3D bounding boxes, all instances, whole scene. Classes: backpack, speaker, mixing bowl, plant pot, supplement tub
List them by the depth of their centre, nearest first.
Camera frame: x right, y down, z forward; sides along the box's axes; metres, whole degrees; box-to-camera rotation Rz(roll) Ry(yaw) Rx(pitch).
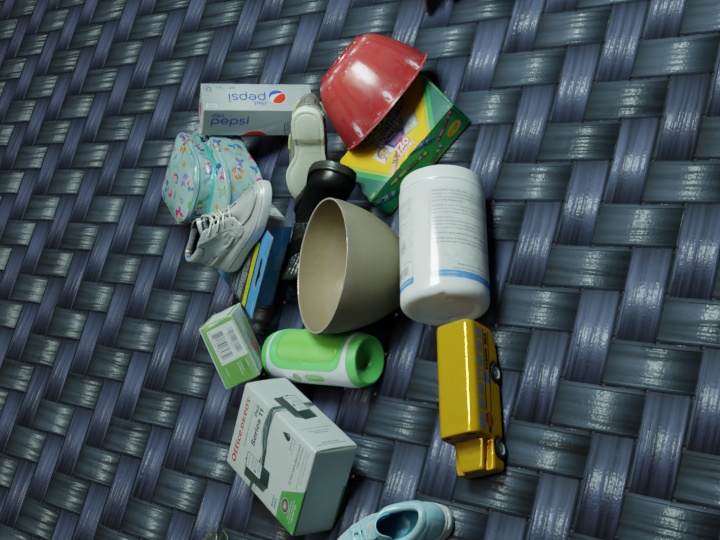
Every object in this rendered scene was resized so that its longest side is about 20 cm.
[{"bbox_3d":[0.120,-0.035,1.551,0.131,0.131,0.203,-17,59,34],"label":"supplement tub"},{"bbox_3d":[0.000,0.000,1.618,0.200,0.133,0.204,-173,90,-66],"label":"plant pot"},{"bbox_3d":[-0.060,0.135,1.659,0.198,0.088,0.090,-1,69,41],"label":"speaker"},{"bbox_3d":[0.005,-0.306,1.730,0.201,0.108,0.200,-48,11,13],"label":"mixing bowl"},{"bbox_3d":[-0.260,-0.150,1.922,0.200,0.149,0.179,51,131,35],"label":"backpack"}]

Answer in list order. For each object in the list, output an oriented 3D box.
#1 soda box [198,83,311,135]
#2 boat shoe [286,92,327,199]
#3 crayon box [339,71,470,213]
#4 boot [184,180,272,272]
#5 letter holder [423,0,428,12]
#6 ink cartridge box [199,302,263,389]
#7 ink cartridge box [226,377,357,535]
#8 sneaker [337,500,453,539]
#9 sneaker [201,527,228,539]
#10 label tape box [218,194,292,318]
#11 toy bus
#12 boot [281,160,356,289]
[{"bbox_3d":[-0.185,-0.283,1.895,0.069,0.197,0.064,109,155,-53],"label":"soda box"},{"bbox_3d":[-0.087,-0.203,1.804,0.071,0.203,0.061,4,46,-1],"label":"boat shoe"},{"bbox_3d":[0.070,-0.207,1.728,0.200,0.058,0.119,-49,46,12],"label":"crayon box"},{"bbox_3d":[-0.216,-0.071,1.718,0.201,0.094,0.074,-58,37,39],"label":"boot"},{"bbox_3d":[0.146,-0.555,1.814,0.099,0.143,0.203,-4,63,3],"label":"letter holder"},{"bbox_3d":[-0.202,0.116,1.730,0.059,0.200,0.105,-24,95,1],"label":"ink cartridge box"},{"bbox_3d":[-0.107,0.274,1.603,0.199,0.082,0.149,35,117,45],"label":"ink cartridge box"},{"bbox_3d":[0.027,0.358,1.477,0.199,0.082,0.075,-30,52,27],"label":"sneaker"},{"bbox_3d":[-0.281,0.504,1.695,0.199,0.060,0.105,-39,50,14],"label":"sneaker"},{"bbox_3d":[-0.167,-0.023,1.785,0.200,0.062,0.146,46,124,56],"label":"label tape box"},{"bbox_3d":[0.149,0.176,1.461,0.064,0.078,0.203,-19,58,33],"label":"toy bus"},{"bbox_3d":[-0.066,-0.068,1.727,0.211,0.078,0.160,124,156,-63],"label":"boot"}]
